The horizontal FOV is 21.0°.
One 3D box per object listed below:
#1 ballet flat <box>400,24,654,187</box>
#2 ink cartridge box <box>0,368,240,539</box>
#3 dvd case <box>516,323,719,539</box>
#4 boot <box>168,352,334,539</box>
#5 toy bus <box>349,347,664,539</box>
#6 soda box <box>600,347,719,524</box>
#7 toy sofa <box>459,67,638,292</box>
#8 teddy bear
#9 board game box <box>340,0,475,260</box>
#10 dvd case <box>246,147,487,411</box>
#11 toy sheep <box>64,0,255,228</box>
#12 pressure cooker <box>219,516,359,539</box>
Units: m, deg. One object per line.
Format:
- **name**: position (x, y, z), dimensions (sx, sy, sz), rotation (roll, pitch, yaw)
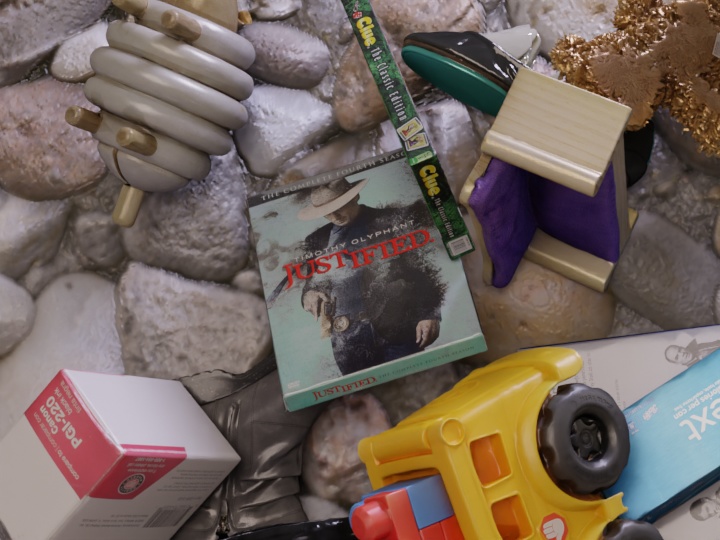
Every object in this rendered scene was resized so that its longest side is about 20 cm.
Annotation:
- **ballet flat**: position (0.126, -0.130, 1.404), dimensions (0.199, 0.068, 0.069), rotation (33, 75, 8)
- **ink cartridge box**: position (-0.201, 0.168, 1.328), dimensions (0.200, 0.145, 0.085), rotation (-49, 64, 15)
- **dvd case**: position (0.213, 0.117, 1.340), dimensions (0.198, 0.025, 0.152), rotation (-7, 75, 11)
- **boot**: position (-0.050, 0.127, 1.381), dimensions (0.198, 0.070, 0.133), rotation (-17, 76, 19)
- **toy bus**: position (0.080, 0.172, 1.223), dimensions (0.191, 0.135, 0.202), rotation (-21, 91, -36)
- **soda box**: position (0.244, 0.094, 1.293), dimensions (0.199, 0.064, 0.068), rotation (-33, 72, 4)
- **toy sofa**: position (0.131, -0.044, 1.307), dimensions (0.082, 0.200, 0.098), rotation (23, 75, 16)
- **teddy bear**: position (0.225, -0.146, 1.363), dimensions (0.145, 0.067, 0.200), rotation (44, 61, 5)
- **board game box**: position (0.030, -0.111, 1.358), dimensions (0.023, 0.105, 0.201), rotation (-22, 49, 1)
- **dvd case**: position (0.000, 0.000, 1.368), dimensions (0.145, 0.022, 0.201), rotation (-17, 44, 5)
- **toy sheep**: position (-0.144, -0.129, 1.425), dimensions (0.137, 0.138, 0.202), rotation (26, 93, 17)
- **pressure cooker**: position (-0.029, 0.275, 1.275), dimensions (0.174, 0.179, 0.202), rotation (-12, 73, 6)
